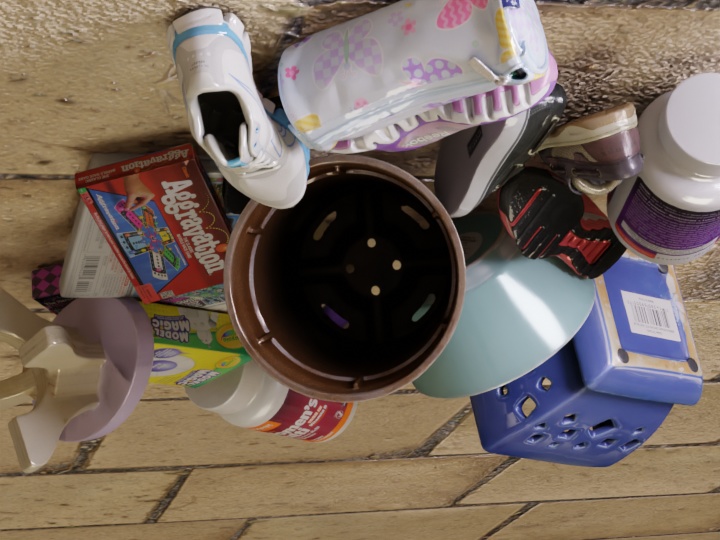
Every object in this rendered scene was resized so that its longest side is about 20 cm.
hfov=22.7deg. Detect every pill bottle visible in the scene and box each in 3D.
[{"bbox_3d":[-0.100,0.125,1.991,0.109,0.110,0.200,-20,157,32],"label":"pill bottle"},{"bbox_3d":[0.281,-0.089,1.532,0.111,0.112,0.200,-5,161,-5],"label":"pill bottle"}]

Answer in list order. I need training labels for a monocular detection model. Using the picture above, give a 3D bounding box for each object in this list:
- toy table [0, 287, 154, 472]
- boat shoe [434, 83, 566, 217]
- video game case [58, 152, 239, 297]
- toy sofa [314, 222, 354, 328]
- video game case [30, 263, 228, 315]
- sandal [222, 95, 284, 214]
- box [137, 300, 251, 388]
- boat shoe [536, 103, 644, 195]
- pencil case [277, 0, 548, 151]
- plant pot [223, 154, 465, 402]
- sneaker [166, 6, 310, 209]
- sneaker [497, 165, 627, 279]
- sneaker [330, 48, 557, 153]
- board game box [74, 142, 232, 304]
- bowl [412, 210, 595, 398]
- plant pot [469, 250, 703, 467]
[{"bbox_3d":[-0.292,0.097,1.681,0.117,0.184,0.200,-4,145,-43],"label":"toy table"},{"bbox_3d":[0.115,-0.100,1.512,0.056,0.069,0.200,-1,157,-18],"label":"boat shoe"},{"bbox_3d":[-0.165,-0.037,1.597,0.181,0.024,0.200,0,146,-19],"label":"video game case"},{"bbox_3d":[-0.030,0.042,1.770,0.083,0.098,0.200,-40,164,-12],"label":"toy sofa"},{"bbox_3d":[-0.197,0.021,1.778,0.199,0.036,0.181,-13,159,15],"label":"video game case"},{"bbox_3d":[-0.086,-0.102,1.470,0.075,0.045,0.200,-5,161,-11],"label":"sandal"},{"bbox_3d":[-0.197,0.077,1.810,0.199,0.049,0.117,7,156,-38],"label":"box"},{"bbox_3d":[0.192,-0.094,1.496,0.072,0.065,0.200,-15,179,-8],"label":"boat shoe"},{"bbox_3d":[0.038,-0.152,1.310,0.199,0.091,0.083,-16,159,24],"label":"pencil case"},{"bbox_3d":[0.000,0.000,1.540,0.199,0.201,0.198,-10,-178,9],"label":"plant pot"},{"bbox_3d":[-0.092,-0.098,1.335,0.075,0.087,0.200,-17,140,13],"label":"sneaker"},{"bbox_3d":[0.167,-0.054,1.631,0.074,0.087,0.200,-48,144,9],"label":"sneaker"},{"bbox_3d":[0.065,-0.137,1.392,0.199,0.081,0.088,-12,167,28],"label":"sneaker"},{"bbox_3d":[-0.168,-0.037,1.554,0.102,0.020,0.200,-16,149,3],"label":"board game box"},{"bbox_3d":[0.112,0.018,1.700,0.200,0.201,0.105,-18,117,28],"label":"bowl"},{"bbox_3d":[0.232,0.076,1.855,0.199,0.201,0.180,11,147,-39],"label":"plant pot"}]
